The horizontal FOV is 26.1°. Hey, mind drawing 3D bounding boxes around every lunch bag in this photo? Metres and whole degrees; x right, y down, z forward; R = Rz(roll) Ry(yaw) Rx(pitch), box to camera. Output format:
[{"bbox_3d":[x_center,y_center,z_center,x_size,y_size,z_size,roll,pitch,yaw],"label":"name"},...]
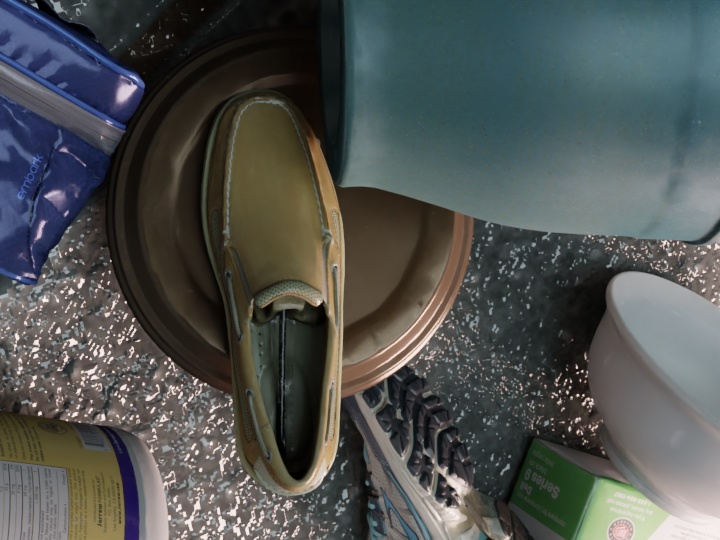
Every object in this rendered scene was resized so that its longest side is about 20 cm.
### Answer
[{"bbox_3d":[-0.210,-0.099,0.727,0.199,0.136,0.133,30,88,-30],"label":"lunch bag"}]

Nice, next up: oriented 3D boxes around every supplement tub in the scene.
[{"bbox_3d":[-0.212,0.141,0.787,0.198,0.145,0.147,12,98,-30],"label":"supplement tub"}]

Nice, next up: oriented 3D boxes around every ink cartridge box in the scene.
[{"bbox_3d":[0.153,0.233,1.050,0.145,0.084,0.202,20,94,-32],"label":"ink cartridge box"}]

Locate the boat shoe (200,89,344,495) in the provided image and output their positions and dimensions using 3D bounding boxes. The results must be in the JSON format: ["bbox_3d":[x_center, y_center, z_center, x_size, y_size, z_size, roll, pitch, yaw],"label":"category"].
[{"bbox_3d":[-0.036,0.008,0.761,0.071,0.076,0.203,-8,88,-9],"label":"boat shoe"}]

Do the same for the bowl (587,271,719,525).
[{"bbox_3d":[0.218,0.098,1.006,0.199,0.202,0.091,20,117,-32],"label":"bowl"}]

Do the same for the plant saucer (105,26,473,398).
[{"bbox_3d":[-0.034,-0.030,0.817,0.197,0.029,0.203,1,87,-9],"label":"plant saucer"}]

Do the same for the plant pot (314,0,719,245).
[{"bbox_3d":[0.075,-0.111,0.744,0.185,0.200,0.203,-2,106,-7],"label":"plant pot"}]

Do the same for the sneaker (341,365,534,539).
[{"bbox_3d":[0.030,0.147,0.963,0.086,0.078,0.201,-27,101,27],"label":"sneaker"}]
